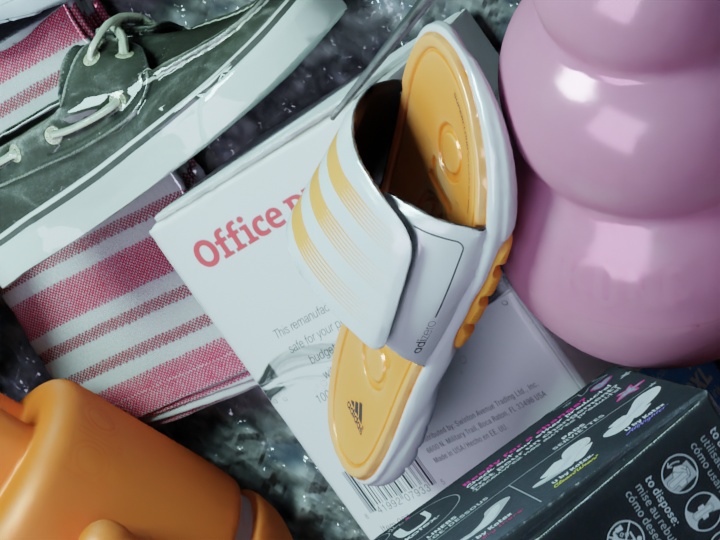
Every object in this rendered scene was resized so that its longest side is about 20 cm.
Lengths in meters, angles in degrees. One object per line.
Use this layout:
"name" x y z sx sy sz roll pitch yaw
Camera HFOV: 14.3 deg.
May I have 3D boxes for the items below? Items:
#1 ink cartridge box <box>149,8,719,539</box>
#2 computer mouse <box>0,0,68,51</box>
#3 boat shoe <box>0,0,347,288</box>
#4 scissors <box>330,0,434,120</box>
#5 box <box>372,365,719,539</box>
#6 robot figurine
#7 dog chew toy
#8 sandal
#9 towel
"ink cartridge box" 0.033 0.018 1.144 0.144 0.084 0.200 -28 100 43
"computer mouse" -0.132 -0.139 1.165 0.199 0.044 0.110 -24 77 43
"boat shoe" -0.095 -0.067 1.162 0.200 0.071 0.064 -34 98 24
"scissors" 0.047 -0.125 1.009 0.014 0.073 0.200 30 140 -12
"box" 0.107 0.152 1.007 0.201 0.132 0.115 57 171 -10
"robot figurine" -0.110 0.127 1.275 0.199 0.117 0.144 32 144 -19
"dog chew toy" 0.102 -0.059 0.998 0.124 0.125 0.201 19 144 24
"sandal" 0.003 0.006 1.037 0.079 0.059 0.207 59 147 40
"towel" -0.118 -0.026 1.266 0.146 0.030 0.201 -23 102 43
